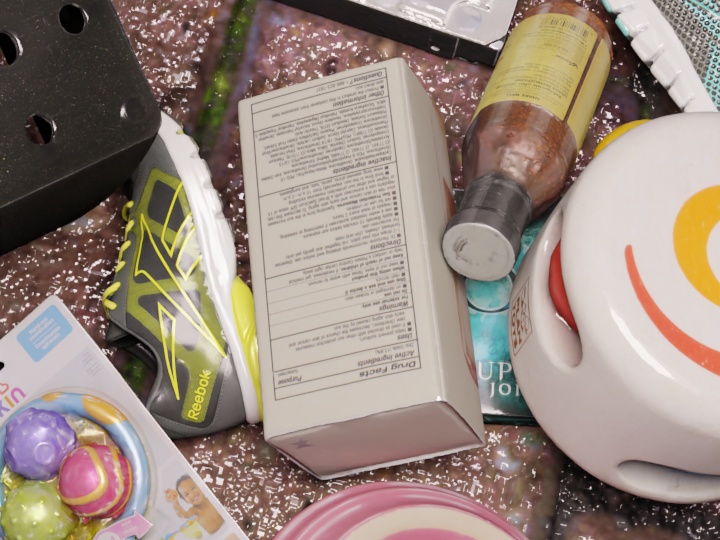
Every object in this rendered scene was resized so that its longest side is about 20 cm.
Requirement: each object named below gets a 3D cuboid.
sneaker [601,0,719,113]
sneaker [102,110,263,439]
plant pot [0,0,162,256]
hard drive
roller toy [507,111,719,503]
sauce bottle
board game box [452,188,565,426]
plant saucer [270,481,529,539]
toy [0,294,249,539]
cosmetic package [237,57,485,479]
[{"bbox_3d":[0.221,-0.120,1.093,0.091,0.078,0.200,-36,78,13],"label":"sneaker"},{"bbox_3d":[-0.109,0.000,1.041,0.085,0.074,0.200,-20,74,-10],"label":"sneaker"},{"bbox_3d":[-0.218,-0.094,0.948,0.199,0.177,0.200,-30,100,-36],"label":"plant pot"},{"bbox_3d":[0.009,-0.216,1.143,0.200,0.038,0.140,20,71,1],"label":"hard drive"},{"bbox_3d":[0.173,0.021,0.992,0.200,0.140,0.182,44,63,8],"label":"roller toy"},{"bbox_3d":[0.090,-0.073,1.048,0.066,0.066,0.200,24,44,4],"label":"sauce bottle"},{"bbox_3d":[0.119,0.023,1.076,0.200,0.028,0.135,3,72,-3],"label":"board game box"},{"bbox_3d":[0.034,0.200,0.968,0.200,0.051,0.201,10,62,-19],"label":"plant saucer"},{"bbox_3d":[-0.148,0.124,0.993,0.115,0.047,0.200,-41,83,5],"label":"toy"},{"bbox_3d":[0.000,0.000,1.019,0.103,0.087,0.200,-12,65,16],"label":"cosmetic package"}]
